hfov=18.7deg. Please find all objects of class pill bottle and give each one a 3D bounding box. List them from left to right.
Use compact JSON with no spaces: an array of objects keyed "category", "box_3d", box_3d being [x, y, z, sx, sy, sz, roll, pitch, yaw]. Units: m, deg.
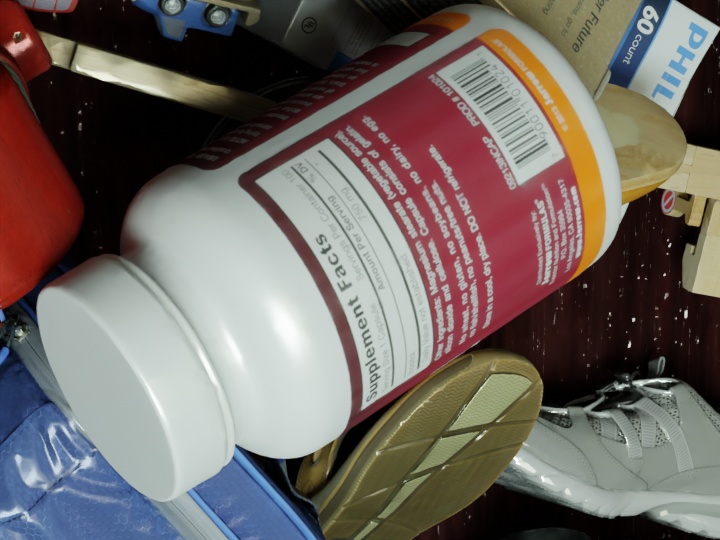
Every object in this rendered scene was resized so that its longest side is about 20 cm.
[{"category":"pill bottle","box_3d":[-0.012,-0.006,0.786,0.199,0.113,0.114,-32,121,-25]}]

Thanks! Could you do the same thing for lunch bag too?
[{"category":"lunch bag","box_3d":[-0.098,0.087,0.889,0.132,0.136,0.200,-42,121,-8]}]

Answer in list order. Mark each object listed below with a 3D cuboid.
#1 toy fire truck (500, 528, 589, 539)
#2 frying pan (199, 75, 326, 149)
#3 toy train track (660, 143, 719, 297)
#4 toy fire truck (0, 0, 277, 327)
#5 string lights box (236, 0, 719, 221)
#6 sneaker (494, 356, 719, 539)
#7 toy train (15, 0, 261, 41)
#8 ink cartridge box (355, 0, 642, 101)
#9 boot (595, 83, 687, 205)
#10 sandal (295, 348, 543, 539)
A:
[{"category":"toy fire truck","box_3d":[0.094,0.225,1.092,0.175,0.200,0.130,12,62,-31]},{"category":"frying pan","box_3d":[-0.016,0.005,0.996,0.114,0.031,0.191,-21,114,-18]},{"category":"toy train track","box_3d":[0.188,-0.088,1.061,0.114,0.033,0.201,10,99,-22]},{"category":"toy fire truck","box_3d":[-0.132,-0.046,0.817,0.199,0.176,0.129,-31,120,-4]},{"category":"string lights box","box_3d":[0.053,-0.108,0.963,0.199,0.059,0.103,26,94,-32]},{"category":"sneaker","box_3d":[0.125,0.079,1.081,0.199,0.075,0.083,15,87,-36]},{"category":"toy train","box_3d":[-0.128,-0.125,0.873,0.199,0.034,0.046,9,118,-21]},{"category":"ink cartridge box","box_3d":[0.059,-0.187,0.874,0.165,0.075,0.201,44,60,-26]},{"category":"boot","box_3d":[0.034,-0.007,0.947,0.200,0.071,0.145,-9,140,-16]},{"category":"sandal","box_3d":[0.002,0.099,1.010,0.080,0.054,0.200,11,130,-41]}]
